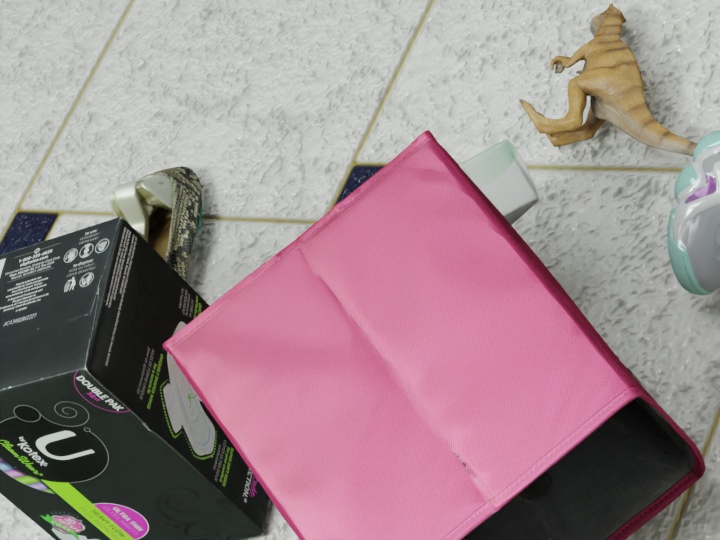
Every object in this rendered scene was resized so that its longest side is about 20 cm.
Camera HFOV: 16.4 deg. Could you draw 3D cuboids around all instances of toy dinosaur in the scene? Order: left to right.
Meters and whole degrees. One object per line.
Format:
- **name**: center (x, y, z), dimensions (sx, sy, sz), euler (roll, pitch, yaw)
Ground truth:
- **toy dinosaur**: center (0.166, -0.115, 1.639), dimensions (0.106, 0.060, 0.200), euler (-32, 41, 11)

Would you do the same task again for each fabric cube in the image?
- **fabric cube**: center (0.046, 0.080, 1.410), dimensions (0.200, 0.196, 0.199), euler (-39, 64, 3)

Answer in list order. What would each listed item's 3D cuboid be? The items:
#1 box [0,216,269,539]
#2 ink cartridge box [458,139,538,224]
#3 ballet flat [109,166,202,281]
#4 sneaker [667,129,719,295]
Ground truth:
- **box**: center (-0.165, 0.085, 1.622), dimensions (0.148, 0.200, 0.125), euler (-16, 46, 30)
- **ink cartridge box**: center (0.000, 0.000, 1.561), dimensions (0.200, 0.050, 0.161), euler (-25, -7, -20)
- **ballet flat**: center (-0.155, -0.018, 1.803), dimensions (0.068, 0.075, 0.200), euler (-21, 44, 25)
- **sneaker**: center (0.278, -0.062, 1.485), dimensions (0.140, 0.078, 0.200), euler (16, 67, 47)
